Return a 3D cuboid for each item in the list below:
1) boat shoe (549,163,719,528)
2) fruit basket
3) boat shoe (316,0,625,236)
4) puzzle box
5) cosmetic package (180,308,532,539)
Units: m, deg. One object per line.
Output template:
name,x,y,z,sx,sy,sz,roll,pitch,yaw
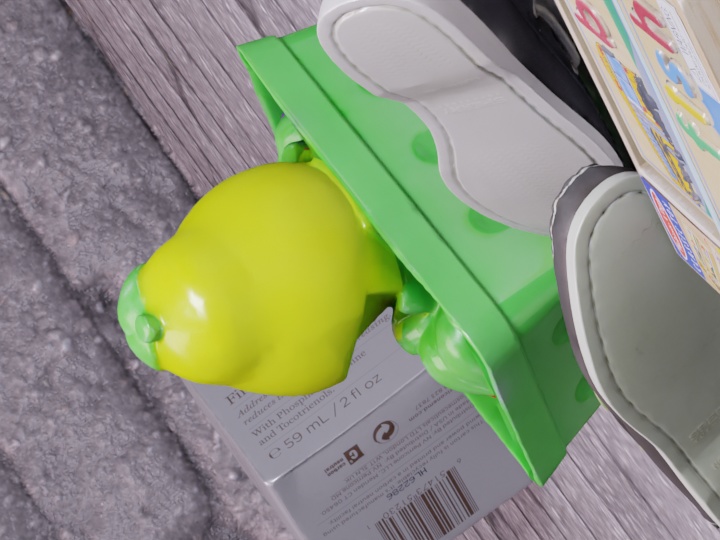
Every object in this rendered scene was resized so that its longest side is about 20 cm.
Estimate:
boat shoe,0.113,0.028,1.113,0.061,0.072,0.202,43,170,48
fruit basket,0.000,0.000,1.260,0.216,0.215,0.156,51,174,32
boat shoe,0.048,-0.075,1.121,0.200,0.074,0.061,38,-130,-46
puzzle box,0.109,-0.048,0.941,0.133,0.025,0.200,49,172,51
cosmetic package,-0.014,0.095,2.121,0.200,0.167,0.167,48,173,46
